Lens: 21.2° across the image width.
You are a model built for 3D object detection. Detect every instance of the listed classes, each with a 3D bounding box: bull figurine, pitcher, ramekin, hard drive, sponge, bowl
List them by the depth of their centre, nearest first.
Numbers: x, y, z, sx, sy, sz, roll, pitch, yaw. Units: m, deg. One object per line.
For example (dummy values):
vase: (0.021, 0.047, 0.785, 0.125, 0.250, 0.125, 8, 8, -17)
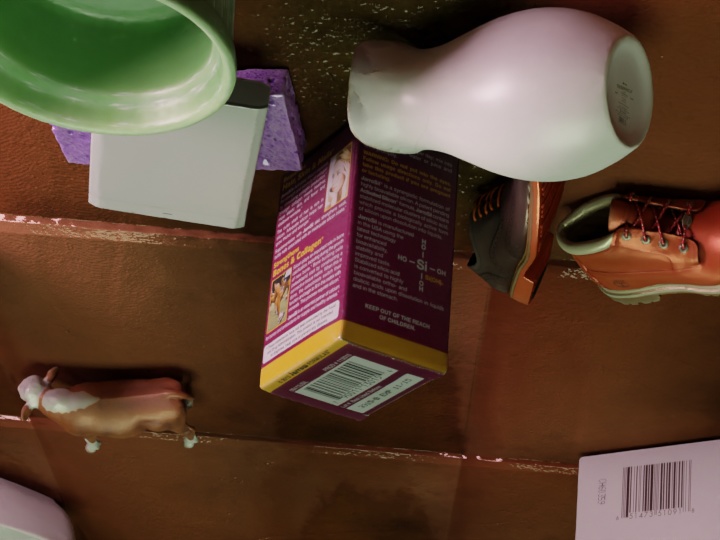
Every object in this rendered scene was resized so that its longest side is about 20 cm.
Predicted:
ramekin: (-0.178, -0.185, 1.326, 0.199, 0.098, 0.200, 5, 154, 2)
pitcher: (0.116, -0.122, 1.397, 0.199, 0.122, 0.171, 1, 176, 33)
hard drive: (-0.146, -0.096, 1.514, 0.131, 0.026, 0.200, 9, 154, -5)
sponge: (-0.148, -0.120, 1.530, 0.199, 0.030, 0.112, 2, 153, 9)
bull figurine: (-0.268, 0.150, 2.063, 0.199, 0.066, 0.122, 1, 157, 15)
bowl: (-0.473, 0.316, 2.427, 0.199, 0.075, 0.200, -19, 144, 41)

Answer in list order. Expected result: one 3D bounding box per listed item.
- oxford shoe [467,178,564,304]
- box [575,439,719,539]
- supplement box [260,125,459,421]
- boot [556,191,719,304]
oxford shoe: (0.123, -0.043, 1.590, 0.072, 0.071, 0.200, 21, 146, 11)
box: (0.346, 0.304, 2.093, 0.198, 0.201, 0.131, -11, 149, 30)
supplement box: (0.000, 0.000, 1.547, 0.103, 0.201, 0.131, 19, 151, -26)
boot: (0.258, -0.029, 1.588, 0.199, 0.075, 0.107, -15, 142, 38)
